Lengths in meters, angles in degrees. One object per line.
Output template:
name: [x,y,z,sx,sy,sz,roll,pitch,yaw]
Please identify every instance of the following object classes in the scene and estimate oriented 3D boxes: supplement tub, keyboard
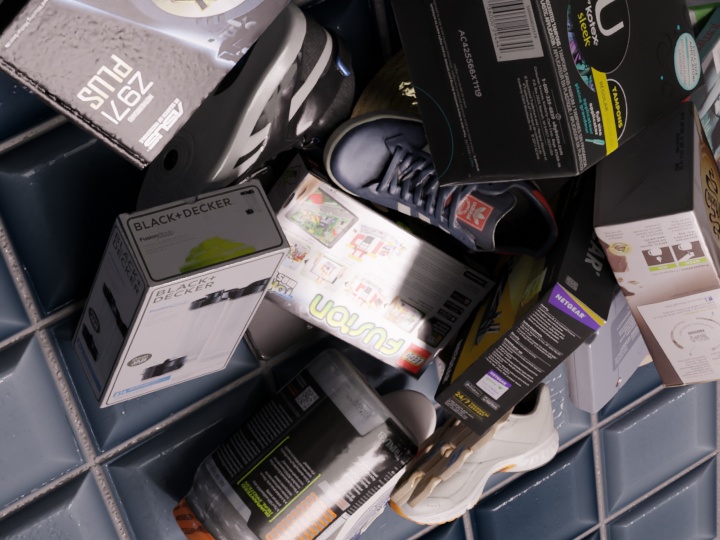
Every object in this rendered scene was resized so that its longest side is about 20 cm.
supplement tub: [-0.057,0.174,1.472,0.200,0.123,0.123,-42,139,-1]
keyboard: [-0.060,-0.016,1.390,0.126,0.021,0.201,-29,138,-7]

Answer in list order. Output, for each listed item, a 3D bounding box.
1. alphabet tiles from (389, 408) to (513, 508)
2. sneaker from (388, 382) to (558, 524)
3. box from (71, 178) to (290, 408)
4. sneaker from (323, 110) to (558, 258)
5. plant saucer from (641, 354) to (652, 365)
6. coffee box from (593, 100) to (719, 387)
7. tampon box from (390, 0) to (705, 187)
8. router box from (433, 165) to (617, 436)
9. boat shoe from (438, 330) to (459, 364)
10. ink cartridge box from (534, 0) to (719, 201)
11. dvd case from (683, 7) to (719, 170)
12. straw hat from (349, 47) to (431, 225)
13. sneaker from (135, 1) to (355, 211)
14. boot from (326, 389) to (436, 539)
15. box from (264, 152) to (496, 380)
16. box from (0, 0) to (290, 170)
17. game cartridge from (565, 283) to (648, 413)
alphabet tiles: [0.100,0.120,1.456,0.200,0.015,0.196,-45,-177,29]
sneaker: [0.104,0.163,1.638,0.199,0.075,0.093,-28,129,-29]
box: [-0.137,0.020,1.268,0.116,0.061,0.200,-16,157,-28]
sneaker: [0.068,-0.060,1.295,0.198,0.085,0.076,14,114,-27]
plant saucer: [0.272,0.020,1.658,0.199,0.051,0.202,-21,133,-23]
coffee box: [0.247,-0.016,1.330,0.079,0.114,0.201,-10,136,22]
tampon box: [0.142,-0.168,1.255,0.200,0.125,0.151,-35,115,-44]
router box: [0.144,0.017,1.377,0.052,0.201,0.157,37,125,-8]
boat shoe: [0.070,0.030,1.493,0.074,0.067,0.199,-43,137,16]
ink cartridge box: [0.236,-0.150,1.460,0.144,0.084,0.202,-13,131,-30]
dvd case: [0.286,-0.095,1.423,0.146,0.022,0.201,-53,143,-24]
straw hat: [0.089,-0.095,1.390,0.199,0.085,0.203,-21,135,-23]
sneaker: [-0.072,-0.093,1.274,0.111,0.073,0.201,25,105,-45]
boot: [-0.002,0.197,1.590,0.200,0.073,0.090,-47,163,-4]
box: [0.000,0.000,1.367,0.199,0.035,0.110,30,109,-29]
box: [-0.146,-0.195,1.123,0.200,0.086,0.164,-48,139,5]
game cartridge: [0.235,0.020,1.468,0.200,0.040,0.134,-49,144,-28]
